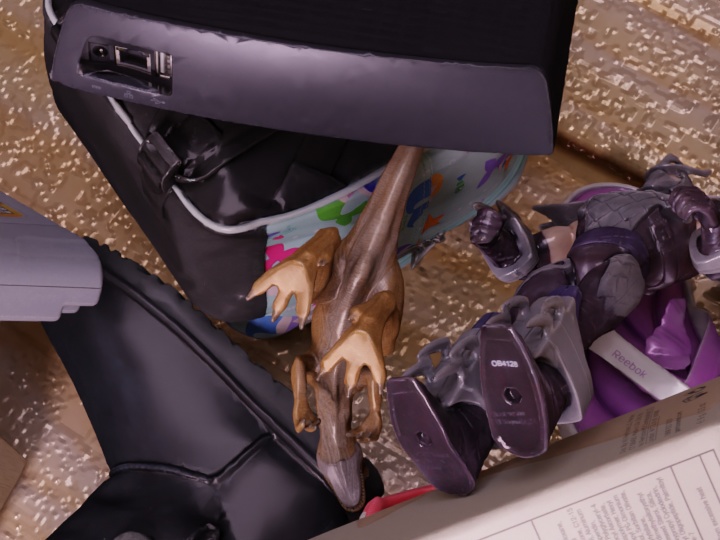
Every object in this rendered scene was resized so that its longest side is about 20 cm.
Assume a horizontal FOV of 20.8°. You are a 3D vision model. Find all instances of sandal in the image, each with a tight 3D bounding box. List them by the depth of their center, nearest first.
[{"bbox_3d":[0.118,0.027,0.825,0.082,0.050,0.203,-5,44,-8],"label":"sandal"}]

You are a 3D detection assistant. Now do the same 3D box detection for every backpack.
[{"bbox_3d":[-0.019,-0.079,0.873,0.200,0.151,0.178,-30,63,-15],"label":"backpack"}]

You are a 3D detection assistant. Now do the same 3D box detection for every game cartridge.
[{"bbox_3d":[-0.217,-0.022,0.863,0.200,0.133,0.042,26,104,49],"label":"game cartridge"}]

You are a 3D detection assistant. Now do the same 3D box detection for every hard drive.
[{"bbox_3d":[-0.013,-0.115,0.786,0.200,0.042,0.135,9,52,6],"label":"hard drive"}]

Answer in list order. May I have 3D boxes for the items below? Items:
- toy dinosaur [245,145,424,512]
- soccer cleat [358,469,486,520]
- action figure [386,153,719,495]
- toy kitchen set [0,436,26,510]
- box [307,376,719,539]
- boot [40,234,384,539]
[{"bbox_3d":[0.000,0.000,0.778,0.060,0.106,0.200,20,104,9],"label":"toy dinosaur"},{"bbox_3d":[0.096,0.108,0.813,0.200,0.076,0.067,-7,65,7],"label":"soccer cleat"},{"bbox_3d":[0.090,0.003,0.767,0.130,0.069,0.200,-13,22,40],"label":"action figure"},{"bbox_3d":[-0.280,0.114,0.820,0.163,0.180,0.200,20,72,19],"label":"toy kitchen set"},{"bbox_3d":[0.062,0.123,0.737,0.200,0.078,0.095,-22,95,15],"label":"box"},{"bbox_3d":[-0.113,0.096,0.846,0.200,0.076,0.168,38,68,16],"label":"boot"}]
